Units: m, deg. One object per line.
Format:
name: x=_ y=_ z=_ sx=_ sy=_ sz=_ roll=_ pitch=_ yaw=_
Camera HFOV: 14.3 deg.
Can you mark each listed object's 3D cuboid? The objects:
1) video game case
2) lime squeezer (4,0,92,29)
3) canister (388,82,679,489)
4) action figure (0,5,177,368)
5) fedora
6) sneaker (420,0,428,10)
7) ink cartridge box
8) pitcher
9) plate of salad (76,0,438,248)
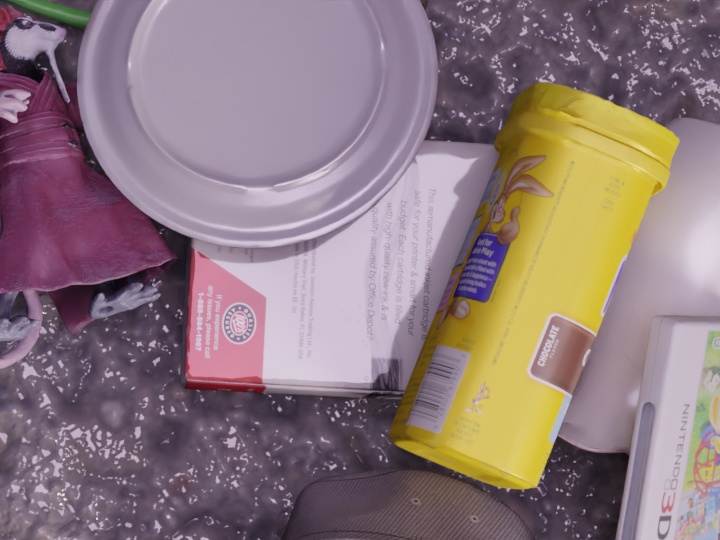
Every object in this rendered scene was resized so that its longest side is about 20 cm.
video game case: x=0.221 y=0.117 z=1.611 sx=0.200 sy=0.022 sz=0.183 roll=2 pitch=100 yaw=-44
lime squeezer: x=-0.118 y=-0.157 z=1.670 sx=0.199 sy=0.038 sz=0.071 roll=-11 pitch=86 yaw=-6
canister: x=0.089 y=0.012 z=1.537 sx=0.086 sy=0.149 sz=0.200 roll=22 pitch=85 yaw=-3
action figure: x=-0.180 y=-0.060 z=1.640 sx=0.134 sy=0.149 sz=0.200 roll=-1 pitch=64 yaw=-39
fedora: x=0.021 y=0.170 z=1.610 sx=0.199 sy=0.177 sz=0.090 roll=9 pitch=54 yaw=3
sneaker: x=-0.022 y=-0.215 z=1.663 sx=0.075 sy=0.106 sz=0.200 roll=-32 pitch=129 yaw=-36
ink cartridge box: x=0.000 y=0.000 z=1.644 sx=0.199 sy=0.083 sz=0.147 roll=4 pitch=84 yaw=-6
pitcher: x=0.199 y=0.029 z=1.657 sx=0.171 sy=0.121 sz=0.200 roll=26 pitch=83 yaw=-34
plate of salad: x=-0.057 y=-0.105 z=1.588 sx=0.199 sy=0.048 sz=0.201 roll=0 pitch=73 yaw=1
